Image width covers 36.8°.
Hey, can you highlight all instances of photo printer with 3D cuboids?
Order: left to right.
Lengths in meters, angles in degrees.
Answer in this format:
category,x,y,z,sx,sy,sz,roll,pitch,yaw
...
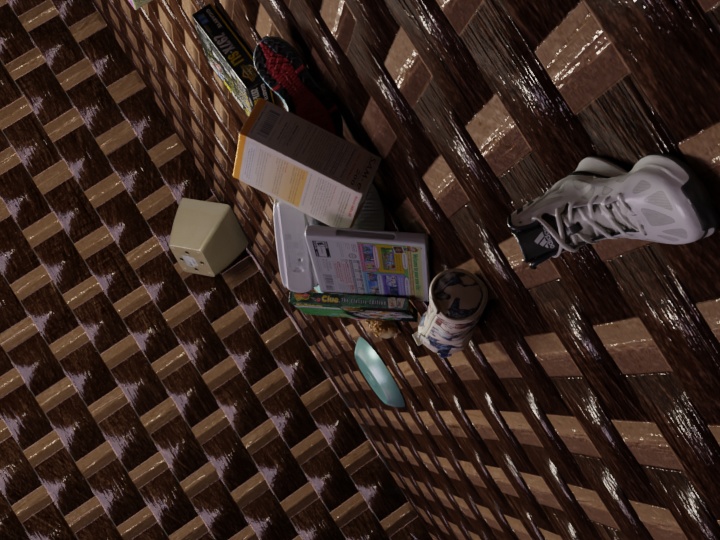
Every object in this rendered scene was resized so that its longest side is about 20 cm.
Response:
category,x,y,z,sx,sy,sz,roll,pitch,yaw
photo printer,-0.092,-0.084,1.782,0.201,0.068,0.169,-77,-15,-60

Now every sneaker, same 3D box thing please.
category,x,y,z,sx,sy,sz,roll,pitch,yaw
sneaker,-0.084,-0.267,1.619,0.202,0.078,0.096,60,-168,-19
sneaker,-0.013,-0.117,1.700,0.202,0.073,0.082,62,-179,28
sneaker,0.188,-0.032,0.852,0.076,0.114,0.200,59,169,-14

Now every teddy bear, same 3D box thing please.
category,x,y,z,sx,sy,sz,roll,pitch,yaw
teddy bear,0.008,0.053,2.137,0.201,0.067,0.145,50,178,4

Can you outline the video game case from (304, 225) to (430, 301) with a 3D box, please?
category,x,y,z,sx,sy,sz,roll,pitch,yaw
video game case,0.016,-0.009,1.646,0.201,0.179,0.022,79,-163,-63

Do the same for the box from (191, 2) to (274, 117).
category,x,y,z,sx,sy,sz,roll,pitch,yaw
box,-0.230,-0.372,1.999,0.201,0.049,0.160,53,171,21

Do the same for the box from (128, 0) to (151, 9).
category,x,y,z,sx,sy,sz,roll,pitch,yaw
box,-0.477,-0.662,2.165,0.177,0.096,0.201,53,168,22

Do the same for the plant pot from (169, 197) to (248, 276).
category,x,y,z,sx,sy,sz,roll,pitch,yaw
plant pot,-0.517,-0.096,3.578,0.197,0.179,0.201,9,144,26

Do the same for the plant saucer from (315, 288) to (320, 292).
category,x,y,z,sx,sy,sz,roll,pitch,yaw
plant saucer,-0.127,-0.040,2.489,0.201,0.036,0.200,56,170,15

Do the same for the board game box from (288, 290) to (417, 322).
category,x,y,z,sx,sy,sz,roll,pitch,yaw
board game box,-0.010,0.059,1.771,0.105,0.196,0.024,43,-128,-73

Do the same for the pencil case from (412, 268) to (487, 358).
category,x,y,z,sx,sy,sz,roll,pitch,yaw
pencil case,0.125,0.061,1.504,0.078,0.089,0.200,55,169,14

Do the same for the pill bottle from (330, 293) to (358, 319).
category,x,y,z,sx,sy,sz,roll,pitch,yaw
pill bottle,0.000,0.000,1.830,0.117,0.115,0.200,53,169,17

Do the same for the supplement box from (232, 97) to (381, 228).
category,x,y,z,sx,sy,sz,roll,pitch,yaw
supplement box,-0.080,-0.150,1.578,0.198,0.074,0.126,27,152,1

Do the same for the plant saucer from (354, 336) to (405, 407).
category,x,y,z,sx,sy,sz,roll,pitch,yaw
plant saucer,0.039,0.256,2.628,0.201,0.036,0.200,55,170,15
